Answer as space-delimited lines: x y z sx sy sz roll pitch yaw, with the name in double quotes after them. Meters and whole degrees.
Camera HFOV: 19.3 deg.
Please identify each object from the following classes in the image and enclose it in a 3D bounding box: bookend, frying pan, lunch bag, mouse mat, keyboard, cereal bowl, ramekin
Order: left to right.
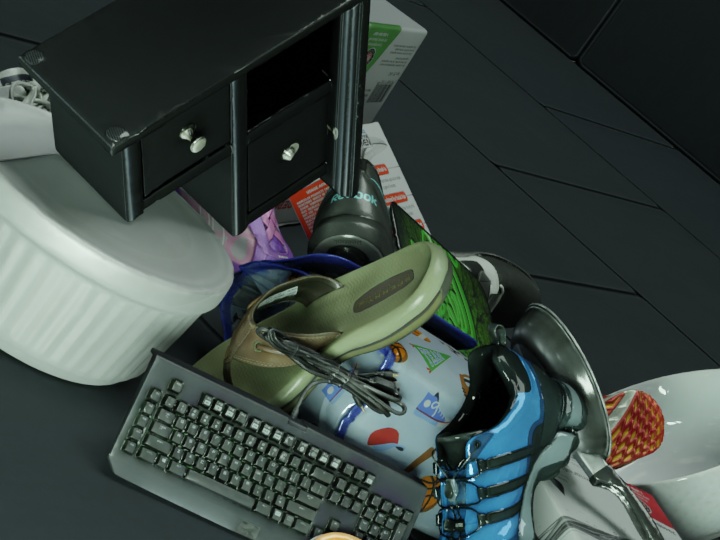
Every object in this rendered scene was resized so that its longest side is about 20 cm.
-0.186 -0.014 1.318 0.202 0.094 0.202 33 16 -11 "ramekin"
-0.100 -0.089 1.326 0.200 0.199 0.092 -34 62 -26 "bookend"
-0.042 0.098 1.252 0.200 0.127 0.021 28 -12 -26 "keyboard"
0.008 0.075 1.418 0.170 0.124 0.200 31 7 -35 "lunch bag"
0.076 0.058 1.610 0.161 0.008 0.200 40 30 -51 "mouse mat"
0.144 0.112 1.408 0.191 0.031 0.115 69 -14 -6 "frying pan"
0.246 0.154 1.629 0.200 0.199 0.084 -82 157 -72 "cereal bowl"

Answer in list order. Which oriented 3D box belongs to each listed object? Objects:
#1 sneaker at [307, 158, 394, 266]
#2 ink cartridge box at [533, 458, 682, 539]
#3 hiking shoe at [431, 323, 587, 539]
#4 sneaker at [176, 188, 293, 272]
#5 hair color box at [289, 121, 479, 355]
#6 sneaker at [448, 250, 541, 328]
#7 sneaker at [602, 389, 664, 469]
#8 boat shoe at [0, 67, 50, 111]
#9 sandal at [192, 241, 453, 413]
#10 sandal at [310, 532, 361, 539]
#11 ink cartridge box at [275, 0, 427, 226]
0.000 0.000 1.516 0.075 0.200 0.079 5 58 0 "sneaker"
0.159 0.211 1.404 0.144 0.084 0.200 27 19 -29 "ink cartridge box"
0.067 0.138 1.292 0.087 0.074 0.200 40 55 -29 "hiking shoe"
-0.091 -0.039 1.602 0.080 0.089 0.200 17 26 -52 "sneaker"
0.014 -0.011 1.640 0.200 0.064 0.111 66 19 2 "hair color box"
0.074 0.022 1.807 0.200 0.074 0.089 16 23 -26 "sneaker"
0.128 0.136 1.537 0.199 0.077 0.073 -8 79 -29 "sneaker"
-0.248 -0.115 1.495 0.202 0.086 0.075 41 17 20 "boat shoe"
-0.038 0.032 1.306 0.057 0.201 0.080 47 18 -37 "sandal"
0.044 0.206 1.191 0.207 0.059 0.079 39 42 25 "sandal"
-0.048 -0.142 1.782 0.084 0.200 0.145 36 15 15 "ink cartridge box"
